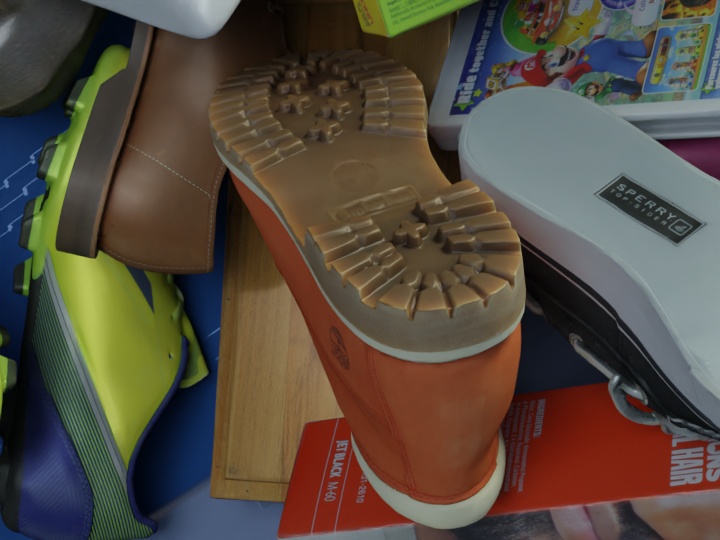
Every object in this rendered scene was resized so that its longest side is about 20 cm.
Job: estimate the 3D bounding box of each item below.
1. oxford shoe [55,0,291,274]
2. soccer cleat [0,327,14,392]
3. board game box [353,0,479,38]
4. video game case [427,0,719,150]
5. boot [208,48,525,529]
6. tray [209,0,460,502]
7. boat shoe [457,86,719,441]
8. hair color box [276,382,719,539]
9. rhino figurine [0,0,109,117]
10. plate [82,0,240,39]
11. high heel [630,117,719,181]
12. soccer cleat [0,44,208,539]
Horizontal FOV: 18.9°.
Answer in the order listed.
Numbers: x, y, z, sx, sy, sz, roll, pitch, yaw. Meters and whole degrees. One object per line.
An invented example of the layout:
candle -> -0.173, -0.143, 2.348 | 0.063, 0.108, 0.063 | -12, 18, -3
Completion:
oxford shoe -> -0.054, -0.093, 0.824 | 0.071, 0.071, 0.201 | 16, 83, -2
soccer cleat -> -0.195, 0.021, 0.834 | 0.200, 0.083, 0.065 | 44, 116, 50
board game box -> 0.016, -0.189, 0.730 | 0.095, 0.030, 0.201 | -25, 112, -21
video game case -> 0.130, -0.107, 0.761 | 0.199, 0.018, 0.144 | -1, 56, 29
boot -> 0.000, 0.000, 0.736 | 0.075, 0.108, 0.200 | -14, 36, -9
tray -> -0.003, -0.010, 0.839 | 0.098, 0.037, 0.201 | 1, 84, 20
boat shoe -> 0.103, 0.017, 0.693 | 0.074, 0.068, 0.199 | -35, 51, -25
hair color box -> 0.084, 0.099, 0.753 | 0.199, 0.111, 0.064 | -10, 37, 18
rhino figurine -> -0.113, -0.146, 0.873 | 0.087, 0.060, 0.200 | 26, 79, 39
plate -> -0.071, -0.192, 0.806 | 0.199, 0.032, 0.200 | 22, 76, 45
high heel -> 0.150, -0.045, 0.752 | 0.096, 0.067, 0.200 | -45, 35, -7
soccer cleat -> -0.099, 0.012, 0.869 | 0.083, 0.065, 0.201 | 10, 83, -9
